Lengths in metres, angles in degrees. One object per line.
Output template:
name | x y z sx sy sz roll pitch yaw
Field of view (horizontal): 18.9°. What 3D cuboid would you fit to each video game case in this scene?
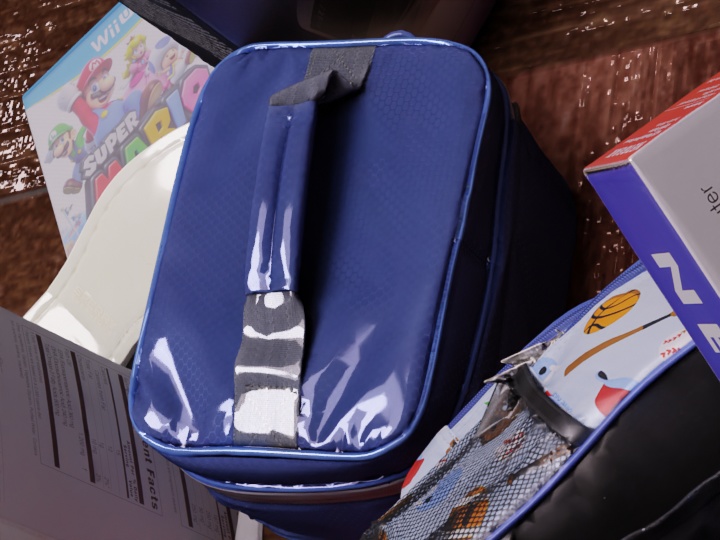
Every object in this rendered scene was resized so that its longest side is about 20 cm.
video game case | -0.098 -0.062 1.077 0.143 0.018 0.200 -41 46 21

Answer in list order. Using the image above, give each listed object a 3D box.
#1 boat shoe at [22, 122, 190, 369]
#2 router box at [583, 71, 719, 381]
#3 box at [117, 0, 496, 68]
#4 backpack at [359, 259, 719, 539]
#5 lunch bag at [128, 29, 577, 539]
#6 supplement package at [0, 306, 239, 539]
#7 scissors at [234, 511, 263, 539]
boat shoe | -0.094 0.005 0.983 0.072 0.060 0.202 47 109 15
router box | 0.190 0.003 0.589 0.179 0.200 0.049 -34 4 -8
box | -0.020 -0.182 0.927 0.123 0.198 0.201 28 88 36
backpack | 0.116 0.085 0.692 0.190 0.200 0.154 -43 25 9
lunch bag | 0.000 0.000 0.847 0.135 0.132 0.201 0 67 23
supplement package | -0.146 0.100 0.903 0.114 0.200 0.110 -34 48 26
scissors | -0.053 0.160 0.861 0.073 0.014 0.201 -27 49 12
